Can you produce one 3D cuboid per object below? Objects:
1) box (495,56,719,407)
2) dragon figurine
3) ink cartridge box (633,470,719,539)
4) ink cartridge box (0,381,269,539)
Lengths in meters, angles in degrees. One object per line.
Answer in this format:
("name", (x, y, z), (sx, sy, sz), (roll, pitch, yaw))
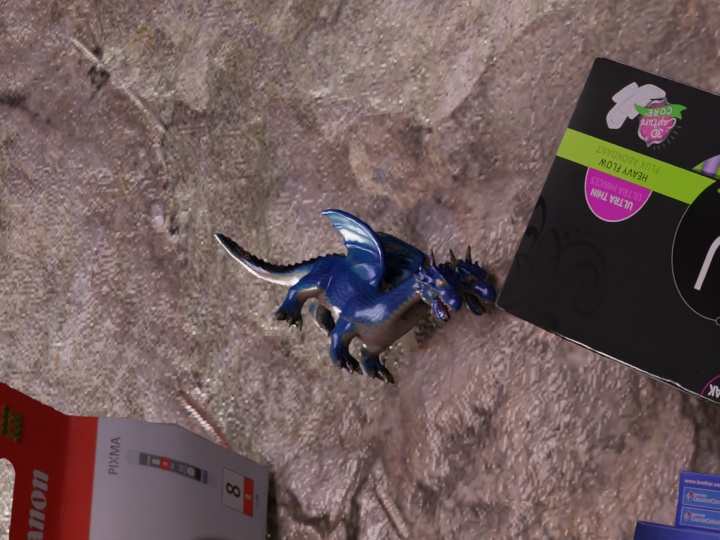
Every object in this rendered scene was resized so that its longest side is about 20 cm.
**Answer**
("box", (0.198, -0.005, 1.430), (0.199, 0.124, 0.149), (23, 92, 45))
("dragon figurine", (0.000, 0.000, 1.668), (0.200, 0.059, 0.100), (39, 103, 44))
("ink cartridge box", (0.184, 0.204, 1.432), (0.119, 0.042, 0.201), (4, 77, 45))
("ink cartridge box", (-0.139, 0.158, 1.630), (0.050, 0.200, 0.163), (-24, 50, 35))
